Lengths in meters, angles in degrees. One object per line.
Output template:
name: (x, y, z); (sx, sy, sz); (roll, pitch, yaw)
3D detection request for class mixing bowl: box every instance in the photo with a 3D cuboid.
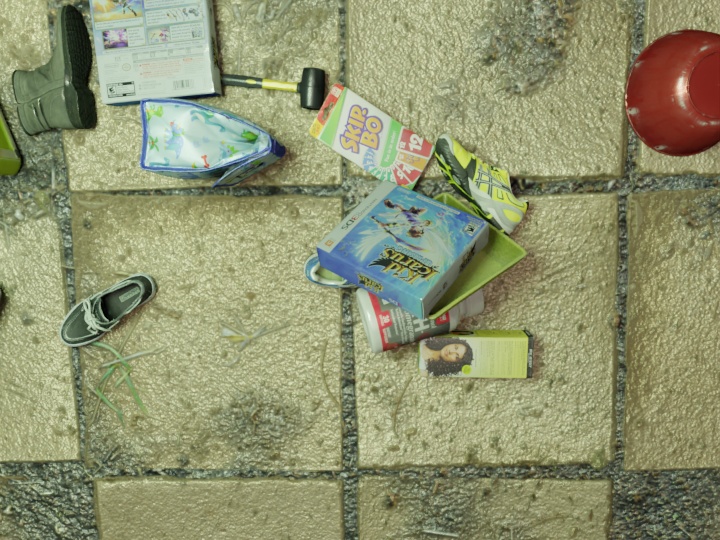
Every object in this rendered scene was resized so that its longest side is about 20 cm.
mixing bowl: (0.533, -0.282, 0.951); (0.195, 0.108, 0.205); (0, 100, 1)

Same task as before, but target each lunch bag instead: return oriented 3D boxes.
lunch bag: (-0.222, -0.196, 0.954); (0.195, 0.170, 0.131); (2, 99, 0)

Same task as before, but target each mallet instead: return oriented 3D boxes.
mallet: (-0.152, -0.318, 1.004); (0.195, 0.041, 0.067); (15, 100, 3)

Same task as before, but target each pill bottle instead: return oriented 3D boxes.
pill bottle: (0.098, 0.057, 1.007); (0.196, 0.111, 0.113); (-16, 98, -5)

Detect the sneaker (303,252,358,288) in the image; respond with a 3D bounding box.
sneaker: (0.000, 0.000, 1.024); (0.195, 0.077, 0.078); (-8, 97, 0)

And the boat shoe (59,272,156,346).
boat shoe: (-0.446, 0.074, 1.052); (0.196, 0.068, 0.075); (-26, 97, 6)

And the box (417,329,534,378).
box: (0.198, 0.144, 1.053); (0.195, 0.050, 0.077); (-1, 99, 1)

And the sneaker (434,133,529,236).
sneaker: (0.198, -0.150, 1.005); (0.076, 0.075, 0.200); (-42, 106, 0)

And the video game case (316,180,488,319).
video game case: (0.063, -0.040, 0.918); (0.198, 0.046, 0.181); (26, 57, 30)

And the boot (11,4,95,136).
boot: (-0.516, -0.328, 0.999); (0.127, 0.068, 0.205); (0, 97, 8)

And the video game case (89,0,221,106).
video game case: (-0.331, -0.371, 0.987); (0.195, 0.045, 0.186); (-3, 99, 7)

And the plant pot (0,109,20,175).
plant pot: (-0.675, -0.216, 0.956); (0.178, 0.200, 0.203); (-20, 97, -1)

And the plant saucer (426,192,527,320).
plant saucer: (0.124, -0.017, 0.961); (0.198, 0.200, 0.048); (-30, 139, -19)

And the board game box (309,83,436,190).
board game box: (0.019, -0.216, 1.006); (0.198, 0.030, 0.097); (31, 98, -8)
